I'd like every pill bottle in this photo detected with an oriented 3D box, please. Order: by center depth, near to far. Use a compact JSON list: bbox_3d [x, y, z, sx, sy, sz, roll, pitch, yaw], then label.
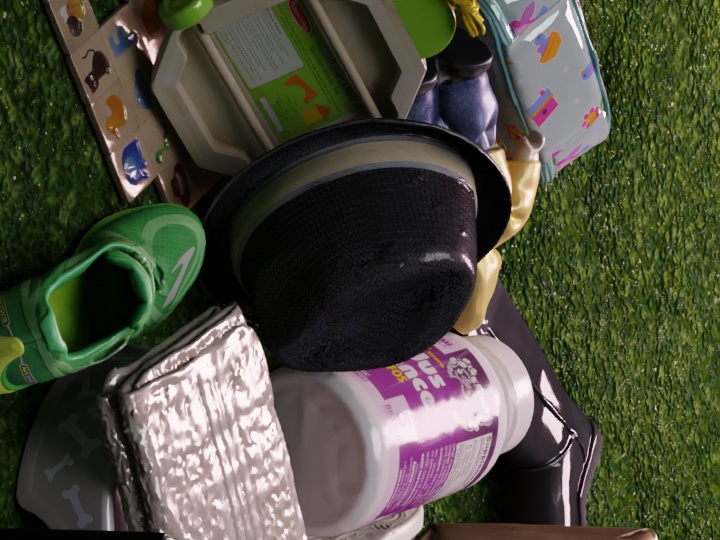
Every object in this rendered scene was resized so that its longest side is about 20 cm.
[{"bbox_3d":[0.024,0.097,1.716,0.200,0.112,0.113,-14,100,-52],"label":"pill bottle"}]

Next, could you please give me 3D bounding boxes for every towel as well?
[{"bbox_3d":[-0.087,0.131,1.522,0.132,0.034,0.201,-34,117,-51],"label":"towel"}]

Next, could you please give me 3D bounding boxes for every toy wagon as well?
[{"bbox_3d":[-0.021,-0.126,1.589,0.040,0.199,0.155,-96,160,-54],"label":"toy wagon"}]

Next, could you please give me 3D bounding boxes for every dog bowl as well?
[{"bbox_3d":[-0.116,0.142,1.559,0.200,0.058,0.201,7,82,-57],"label":"dog bowl"}]

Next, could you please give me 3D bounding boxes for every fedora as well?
[{"bbox_3d":[0.000,0.000,1.607,0.201,0.200,0.092,47,23,-45],"label":"fedora"}]

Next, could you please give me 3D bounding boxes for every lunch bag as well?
[{"bbox_3d":[0.082,-0.157,1.784,0.077,0.160,0.200,-40,139,-15],"label":"lunch bag"}]

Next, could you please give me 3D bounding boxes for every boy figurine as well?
[{"bbox_3d":[0.062,-0.053,1.702,0.124,0.064,0.201,-21,126,-15],"label":"boy figurine"}]

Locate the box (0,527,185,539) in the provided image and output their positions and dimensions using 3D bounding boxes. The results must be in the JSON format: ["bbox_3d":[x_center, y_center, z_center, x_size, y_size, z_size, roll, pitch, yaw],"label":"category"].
[{"bbox_3d":[-0.163,0.237,1.389,0.046,0.158,0.201,25,68,-52],"label":"box"}]

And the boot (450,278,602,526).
[{"bbox_3d":[0.100,0.118,1.883,0.200,0.065,0.165,56,36,-43],"label":"boot"}]

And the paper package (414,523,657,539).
[{"bbox_3d":[0.112,0.279,1.779,0.103,0.190,0.201,-29,113,-56],"label":"paper package"}]

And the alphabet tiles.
[{"bbox_3d":[-0.122,-0.140,1.614,0.167,0.008,0.201,-50,129,-47],"label":"alphabet tiles"}]

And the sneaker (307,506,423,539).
[{"bbox_3d":[-0.020,0.203,1.704,0.200,0.075,0.085,-38,140,-58],"label":"sneaker"}]

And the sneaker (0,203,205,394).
[{"bbox_3d":[-0.139,0.016,1.504,0.200,0.083,0.074,-37,111,-52],"label":"sneaker"}]
